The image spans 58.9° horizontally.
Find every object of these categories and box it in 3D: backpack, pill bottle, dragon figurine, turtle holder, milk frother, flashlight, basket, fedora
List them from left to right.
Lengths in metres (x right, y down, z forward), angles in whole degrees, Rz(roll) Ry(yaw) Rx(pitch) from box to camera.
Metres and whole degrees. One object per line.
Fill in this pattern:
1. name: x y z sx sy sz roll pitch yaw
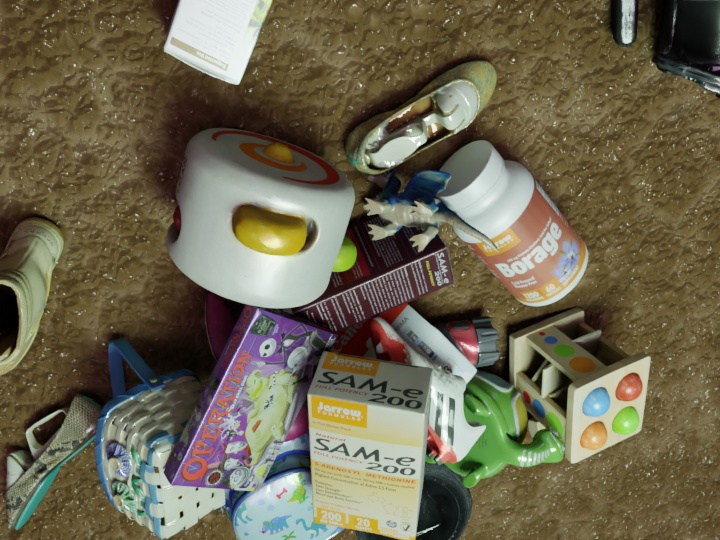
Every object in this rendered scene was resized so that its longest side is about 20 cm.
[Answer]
1. basket: -0.246 0.193 0.754 0.137 0.198 0.180 -16 119 -36
2. backpack: -0.107 0.273 0.852 0.180 0.147 0.203 -25 114 -4
3. fedora: 0.072 0.341 0.958 0.196 0.092 0.205 -5 118 -10
4. flashlight: 0.085 0.106 0.862 0.195 0.069 0.068 -8 162 -6
5. dragon figurine: 0.070 -0.073 0.700 0.099 0.197 0.060 -44 131 -42
6. turtle holder: 0.173 0.201 0.869 0.130 0.184 0.144 -12 82 -42
7. pill bottle: 0.180 -0.057 0.771 0.112 0.113 0.199 -43 118 11
8. milk frother: 0.368 -0.292 0.649 0.176 0.201 0.192 -10 118 -4

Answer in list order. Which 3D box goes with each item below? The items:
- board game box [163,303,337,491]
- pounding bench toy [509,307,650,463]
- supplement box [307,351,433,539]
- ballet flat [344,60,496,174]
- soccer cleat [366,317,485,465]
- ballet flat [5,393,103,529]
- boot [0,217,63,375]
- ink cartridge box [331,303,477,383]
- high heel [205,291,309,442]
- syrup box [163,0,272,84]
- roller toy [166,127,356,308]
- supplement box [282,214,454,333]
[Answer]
1. board game box: -0.114 0.139 0.679 0.119 0.032 0.203 23 97 -40
2. pounding bench toy: 0.303 0.190 0.888 0.122 0.156 0.204 -18 120 -17
3. supplement box: 0.010 0.197 0.704 0.123 0.074 0.204 6 122 11
4. ballet flat: 0.075 -0.167 0.718 0.197 0.071 0.072 -28 120 1
5. soccer cleat: 0.078 0.133 0.754 0.084 0.068 0.203 -33 98 -15
6. ballet flat: -0.403 0.236 0.817 0.075 0.068 0.200 41 97 -5
7. boot: -0.381 0.060 0.672 0.072 0.156 0.202 25 109 -23
8. ink cartridge box: 0.024 0.115 0.800 0.200 0.047 0.160 44 86 -6
9. high heel: -0.122 0.110 0.777 0.094 0.067 0.204 -20 90 1
10. syrup box: -0.115 -0.291 0.602 0.080 0.079 0.203 19 111 -22
11. roller toy: -0.102 -0.063 0.658 0.180 0.199 0.142 29 113 20
12. supplement box: 0.000 0.000 0.756 0.196 0.110 0.062 -23 131 0
